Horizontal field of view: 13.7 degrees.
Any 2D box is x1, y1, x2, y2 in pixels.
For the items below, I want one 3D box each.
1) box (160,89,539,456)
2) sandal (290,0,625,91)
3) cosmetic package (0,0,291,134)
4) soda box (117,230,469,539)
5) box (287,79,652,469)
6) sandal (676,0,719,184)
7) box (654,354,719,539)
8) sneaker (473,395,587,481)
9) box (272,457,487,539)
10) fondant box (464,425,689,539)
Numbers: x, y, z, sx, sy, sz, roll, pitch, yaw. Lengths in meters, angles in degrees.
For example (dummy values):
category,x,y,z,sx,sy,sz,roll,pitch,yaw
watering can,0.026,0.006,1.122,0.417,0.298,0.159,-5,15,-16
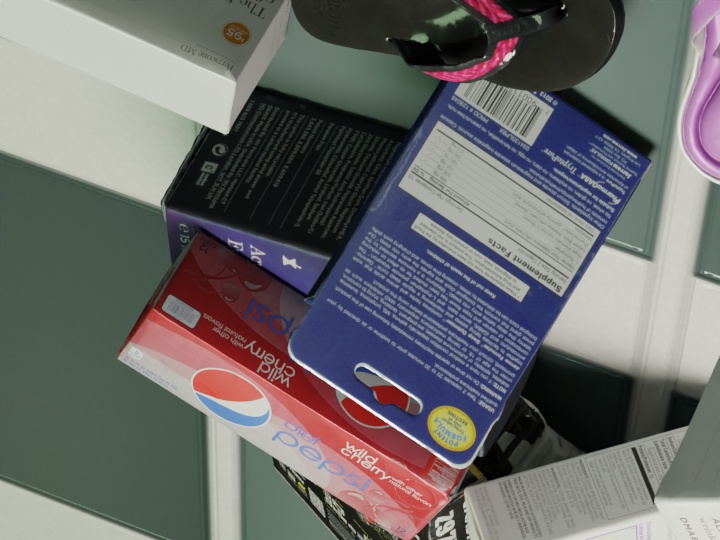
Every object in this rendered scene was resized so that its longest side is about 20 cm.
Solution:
category,x,y,z,sx,sy,sz,roll,pitch,yaw
box,0.000,0.000,1.723,0.199,0.105,0.148,16,143,18
sandal,0.043,-0.130,1.561,0.199,0.045,0.076,9,115,28
cosmetic package,-0.144,-0.155,1.645,0.199,0.083,0.051,23,146,7
soda box,-0.031,0.066,1.681,0.199,0.064,0.070,33,145,-5
box,0.055,-0.007,1.597,0.121,0.201,0.032,34,167,-8
sandal,0.195,-0.113,1.478,0.082,0.050,0.203,15,135,17
box,0.278,0.110,1.586,0.130,0.199,0.200,-4,134,37
sneaker,0.092,0.116,1.846,0.090,0.067,0.200,34,171,40
box,0.008,0.124,1.841,0.200,0.049,0.160,46,156,36
fondant box,0.167,0.165,1.764,0.199,0.058,0.145,-14,139,-5
